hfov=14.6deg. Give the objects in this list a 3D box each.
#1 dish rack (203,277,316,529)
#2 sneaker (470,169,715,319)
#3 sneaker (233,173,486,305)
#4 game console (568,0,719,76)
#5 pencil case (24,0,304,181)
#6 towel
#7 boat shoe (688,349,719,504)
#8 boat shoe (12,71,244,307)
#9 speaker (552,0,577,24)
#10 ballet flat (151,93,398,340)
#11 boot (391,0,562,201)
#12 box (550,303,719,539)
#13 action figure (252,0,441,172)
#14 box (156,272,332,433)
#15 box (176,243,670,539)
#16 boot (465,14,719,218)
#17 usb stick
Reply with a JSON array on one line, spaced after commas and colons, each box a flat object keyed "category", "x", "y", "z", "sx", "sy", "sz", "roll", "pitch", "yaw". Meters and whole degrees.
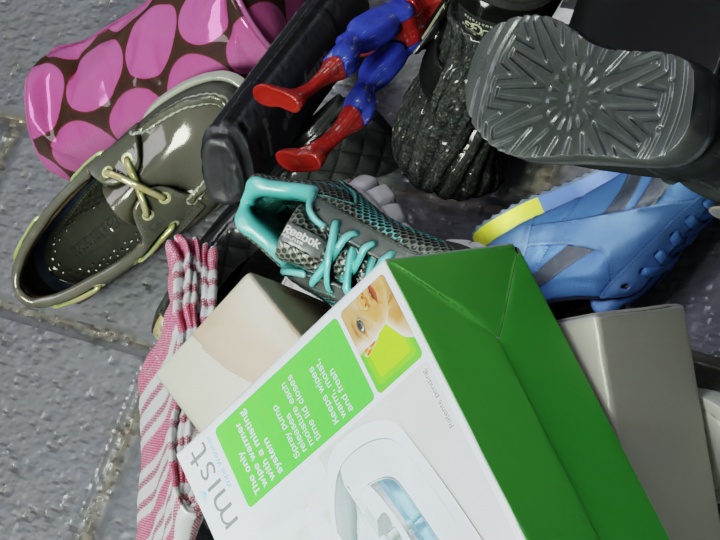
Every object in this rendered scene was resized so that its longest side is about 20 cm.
[{"category": "dish rack", "x": -0.019, "y": 0.070, "z": 1.552, "sx": 0.171, "sy": 0.043, "sz": 0.201, "roll": 27, "pitch": 89, "yaw": 49}, {"category": "sneaker", "x": 0.149, "y": -0.023, "z": 1.426, "sx": 0.199, "sy": 0.066, "sz": 0.079, "roll": -29, "pitch": 70, "yaw": 27}, {"category": "sneaker", "x": 0.000, "y": 0.000, "z": 1.457, "sx": 0.200, "sy": 0.091, "sz": 0.078, "roll": 31, "pitch": 104, "yaw": 54}, {"category": "game console", "x": 0.218, "y": -0.156, "z": 1.382, "sx": 0.116, "sy": 0.175, "sz": 0.201, "roll": 151, "pitch": 141, "yaw": -72}, {"category": "pencil case", "x": -0.124, "y": -0.133, "z": 1.747, "sx": 0.199, "sy": 0.091, "sz": 0.094, "roll": -27, "pitch": 87, "yaw": 30}, {"category": "towel", "x": -0.109, "y": 0.098, "z": 1.567, "sx": 0.147, "sy": 0.030, "sz": 0.201, "roll": 109, "pitch": 165, "yaw": -47}, {"category": "boat shoe", "x": 0.134, "y": 0.068, "z": 1.381, "sx": 0.201, "sy": 0.060, "sz": 0.073, "roll": 15, "pitch": 113, "yaw": 51}, {"category": "boat shoe", "x": -0.136, "y": -0.044, "z": 1.697, "sx": 0.201, "sy": 0.072, "sz": 0.060, "roll": -40, "pitch": 1, "yaw": 31}, {"category": "speaker", "x": 0.165, "y": -0.164, "z": 1.453, "sx": 0.081, "sy": 0.081, "sz": 0.201, "roll": 23, "pitch": 78, "yaw": 50}, {"category": "ballet flat", "x": -0.054, "y": -0.020, "z": 1.636, "sx": 0.200, "sy": 0.057, "sz": 0.067, "roll": -45, "pitch": 7, "yaw": 25}, {"category": "boot", "x": 0.090, "y": -0.148, "z": 1.536, "sx": 0.079, "sy": 0.211, "sz": 0.158, "roll": 29, "pitch": 133, "yaw": 17}, {"category": "box", "x": 0.118, "y": 0.121, "z": 1.297, "sx": 0.082, "sy": 0.068, "sz": 0.202, "roll": -11, "pitch": 85, "yaw": 46}, {"category": "action figure", "x": -0.001, "y": -0.137, "z": 1.590, "sx": 0.099, "sy": 0.066, "sz": 0.200, "roll": 13, "pitch": 43, "yaw": 41}, {"category": "box", "x": -0.006, "y": 0.103, "z": 1.436, "sx": 0.078, "sy": 0.095, "sz": 0.200, "roll": -47, "pitch": 62, "yaw": 11}, {"category": "box", "x": 0.034, "y": 0.120, "z": 1.268, "sx": 0.176, "sy": 0.096, "sz": 0.201, "roll": -41, "pitch": 66, "yaw": 38}, {"category": "boot", "x": 0.167, "y": -0.053, "z": 1.312, "sx": 0.164, "sy": 0.199, "sz": 0.066, "roll": 23, "pitch": 95, "yaw": 52}, {"category": "usb stick", "x": -0.041, "y": -0.107, "z": 1.604, "sx": 0.032, "sy": 0.056, "sz": 0.200, "roll": 10, "pitch": 36, "yaw": 19}]
